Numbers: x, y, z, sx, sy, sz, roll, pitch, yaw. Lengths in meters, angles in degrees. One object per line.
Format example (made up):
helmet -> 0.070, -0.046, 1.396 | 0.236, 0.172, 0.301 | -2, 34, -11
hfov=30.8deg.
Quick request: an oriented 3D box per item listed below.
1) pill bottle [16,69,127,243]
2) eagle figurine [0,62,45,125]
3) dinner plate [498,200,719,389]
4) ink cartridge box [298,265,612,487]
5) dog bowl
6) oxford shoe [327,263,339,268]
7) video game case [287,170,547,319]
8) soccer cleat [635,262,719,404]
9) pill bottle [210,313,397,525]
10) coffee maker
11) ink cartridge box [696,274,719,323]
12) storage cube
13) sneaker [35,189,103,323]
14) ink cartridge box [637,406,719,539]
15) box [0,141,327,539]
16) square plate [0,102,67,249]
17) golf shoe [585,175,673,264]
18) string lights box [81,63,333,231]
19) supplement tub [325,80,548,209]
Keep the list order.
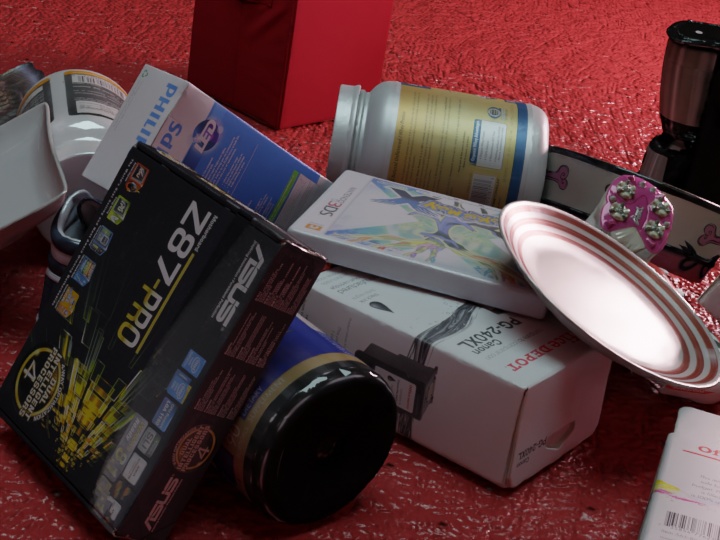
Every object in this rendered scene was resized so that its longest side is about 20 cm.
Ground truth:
pill bottle -> -0.245, -0.096, 1.155 | 0.116, 0.117, 0.200 | 2, 26, -16
eagle figurine -> -0.418, -0.181, 1.303 | 0.152, 0.151, 0.200 | 66, 13, 16
dinner plate -> 0.180, 0.021, 0.958 | 0.200, 0.024, 0.200 | 29, 27, -16
ink cartridge box -> 0.068, 0.062, 0.962 | 0.200, 0.083, 0.145 | 24, 26, 30
dog bowl -> 0.255, -0.050, 1.233 | 0.200, 0.074, 0.200 | 21, 4, -2
oxford shoe -> 0.000, 0.000, 1.123 | 0.072, 0.071, 0.200 | -14, 19, 27
video game case -> 0.059, -0.026, 1.033 | 0.200, 0.022, 0.182 | 15, 21, 8
soccer cleat -> 0.236, 0.044, 1.093 | 0.085, 0.069, 0.200 | 2, 29, -26
pill bottle -> -0.078, 0.070, 0.857 | 0.112, 0.112, 0.200 | -11, 31, -39
coffee maker -> 0.408, -0.156, 1.436 | 0.192, 0.200, 0.135 | 25, 30, 36
ink cartridge box -> 0.396, 0.022, 1.125 | 0.145, 0.083, 0.200 | 45, 35, 14
storage cube -> -0.085, -0.288, 1.563 | 0.171, 0.180, 0.200 | 28, 31, 35
sneaker -> -0.176, -0.016, 1.011 | 0.070, 0.109, 0.200 | 19, 25, 17
ink cartridge box -> 0.233, 0.169, 0.810 | 0.115, 0.068, 0.200 | 17, 25, 14
box -> -0.129, 0.041, 0.803 | 0.161, 0.200, 0.049 | 34, 5, 39
square plate -> -0.315, -0.042, 1.010 | 0.198, 0.028, 0.200 | -30, 31, -2
golf shoe -> 0.191, 0.014, 1.076 | 0.075, 0.092, 0.200 | 37, 60, -2
string lights box -> -0.116, -0.072, 1.055 | 0.059, 0.103, 0.200 | 28, -3, 40
supplement tub -> 0.070, -0.102, 1.253 | 0.200, 0.145, 0.145 | 10, 24, -2
